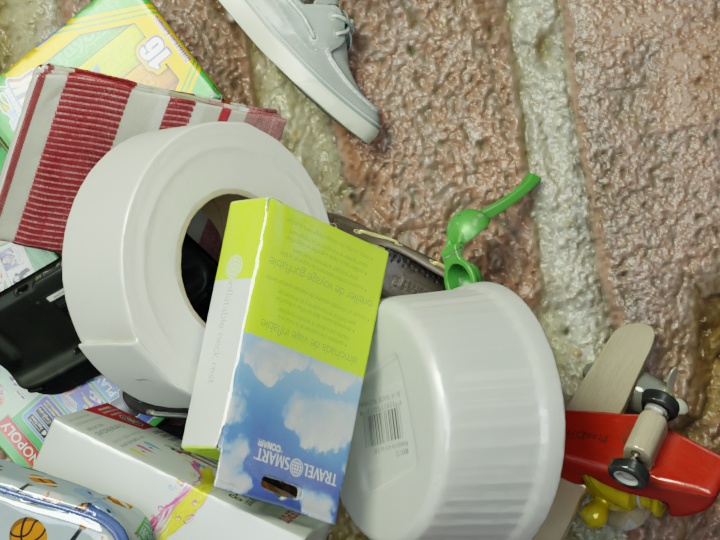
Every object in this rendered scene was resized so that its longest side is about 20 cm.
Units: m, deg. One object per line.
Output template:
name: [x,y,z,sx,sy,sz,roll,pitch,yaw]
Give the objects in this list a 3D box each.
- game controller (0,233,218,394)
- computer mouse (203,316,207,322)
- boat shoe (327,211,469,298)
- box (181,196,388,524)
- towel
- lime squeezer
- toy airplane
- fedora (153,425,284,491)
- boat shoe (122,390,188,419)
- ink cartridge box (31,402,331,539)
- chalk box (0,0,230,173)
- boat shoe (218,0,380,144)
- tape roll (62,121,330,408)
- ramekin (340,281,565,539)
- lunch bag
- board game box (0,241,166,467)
game controller: [-0.199,0.028,1.469,0.199,0.042,0.104,-28,120,22]
computer mouse: [-0.110,0.036,1.535,0.138,0.053,0.202,-10,86,-21]
boat shoe: [0.000,0.000,1.512,0.199,0.060,0.072,21,86,-11]
box: [-0.052,0.064,1.348,0.122,0.047,0.201,23,72,-41]
towel: [-0.166,-0.070,1.437,0.199,0.023,0.145,10,116,-28]
lime squeezer: [0.090,0.000,1.498,0.038,0.071,0.201,-13,53,39]
toy airplane: [0.171,0.151,1.491,0.199,0.200,0.141,-32,129,8]
fedora: [-0.143,0.209,1.512,0.199,0.092,0.202,0,90,8]
boat shoe: [-0.088,0.085,1.487,0.199,0.073,0.063,6,132,-28]
ink cartridge box: [-0.140,0.204,1.390,0.199,0.145,0.145,25,93,7]
chalk box: [-0.213,-0.111,1.507,0.200,0.124,0.125,-40,88,0]
boat shoe: [-0.044,-0.190,1.532,0.071,0.070,0.201,-43,85,4]
tape roll: [-0.111,-0.002,1.377,0.071,0.202,0.204,-3,88,45]
ramekin: [0.054,0.109,1.413,0.097,0.200,0.202,0,88,-29]
lunch bag: [-0.238,0.213,1.295,0.199,0.076,0.161,17,95,11]
board game box: [-0.254,0.074,1.550,0.134,0.029,0.200,-41,88,1]
